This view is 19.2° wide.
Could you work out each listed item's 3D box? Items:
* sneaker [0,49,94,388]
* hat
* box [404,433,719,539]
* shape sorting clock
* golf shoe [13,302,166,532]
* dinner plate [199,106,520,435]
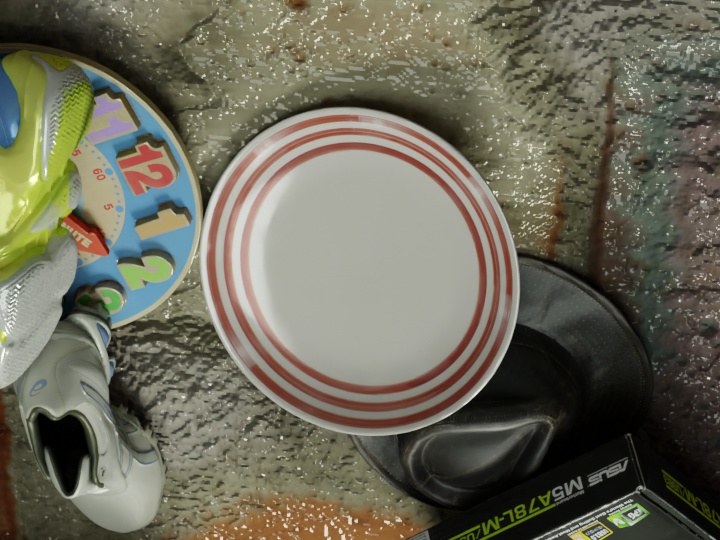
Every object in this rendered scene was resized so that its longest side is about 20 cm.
[{"bbox_3d":[-0.217,-0.036,1.223,0.105,0.076,0.200,19,105,15],"label":"sneaker"},{"bbox_3d":[0.078,0.091,1.299,0.200,0.081,0.201,3,121,5],"label":"hat"},{"bbox_3d":[0.131,0.191,1.332,0.200,0.048,0.193,-28,140,21],"label":"box"},{"bbox_3d":[-0.192,-0.044,1.272,0.200,0.039,0.200,3,122,5],"label":"shape sorting clock"},{"bbox_3d":[-0.177,0.115,1.327,0.078,0.097,0.200,-6,134,11],"label":"golf shoe"},{"bbox_3d":[0.000,0.000,1.260,0.200,0.024,0.201,6,107,20],"label":"dinner plate"}]
